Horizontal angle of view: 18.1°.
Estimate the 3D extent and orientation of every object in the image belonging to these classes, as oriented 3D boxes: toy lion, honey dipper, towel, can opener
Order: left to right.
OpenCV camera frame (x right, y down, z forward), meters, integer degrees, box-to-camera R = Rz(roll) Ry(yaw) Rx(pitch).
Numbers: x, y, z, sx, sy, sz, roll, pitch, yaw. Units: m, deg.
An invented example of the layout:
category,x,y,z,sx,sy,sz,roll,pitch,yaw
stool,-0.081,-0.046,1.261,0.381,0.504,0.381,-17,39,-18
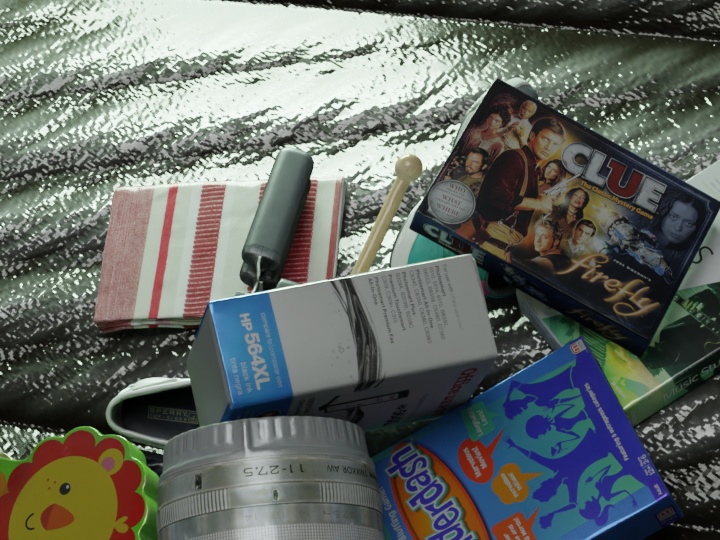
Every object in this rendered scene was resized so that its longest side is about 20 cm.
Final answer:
category,x,y,z,sx,sy,sz,roll,pitch,yaw
toy lion,-0.242,0.209,1.674,0.191,0.069,0.201,11,70,28
towel,-0.114,-0.015,1.855,0.199,0.023,0.145,-2,54,10
can opener,-0.061,-0.005,1.796,0.067,0.053,0.201,15,55,3
honey dipper,0.000,0.000,1.764,0.038,0.038,0.201,23,86,27

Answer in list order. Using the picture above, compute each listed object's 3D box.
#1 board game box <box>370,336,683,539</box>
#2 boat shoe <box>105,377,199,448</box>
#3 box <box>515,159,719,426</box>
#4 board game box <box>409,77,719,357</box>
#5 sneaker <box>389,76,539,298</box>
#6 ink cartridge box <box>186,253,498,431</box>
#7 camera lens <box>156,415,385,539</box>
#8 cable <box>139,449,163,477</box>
category,x,y,z,sx,sy,sz,roll,pitch,yaw
board game box,0.111,0.161,1.643,0.200,0.045,0.152,-31,54,5
boat shoe,-0.095,0.115,1.717,0.199,0.065,0.074,-4,91,12
box,0.239,0.017,1.736,0.200,0.036,0.144,-33,55,-7
board game box,0.156,-0.042,1.710,0.199,0.035,0.136,29,65,4
sneaker,0.119,-0.057,1.785,0.120,0.084,0.200,20,71,31
ink cartridge box,-0.015,0.064,1.634,0.199,0.146,0.085,-10,72,-14
camera lens,-0.060,0.215,1.572,0.159,0.160,0.201,-8,73,8
cable,-0.150,0.214,1.688,0.199,0.051,0.164,13,60,21
